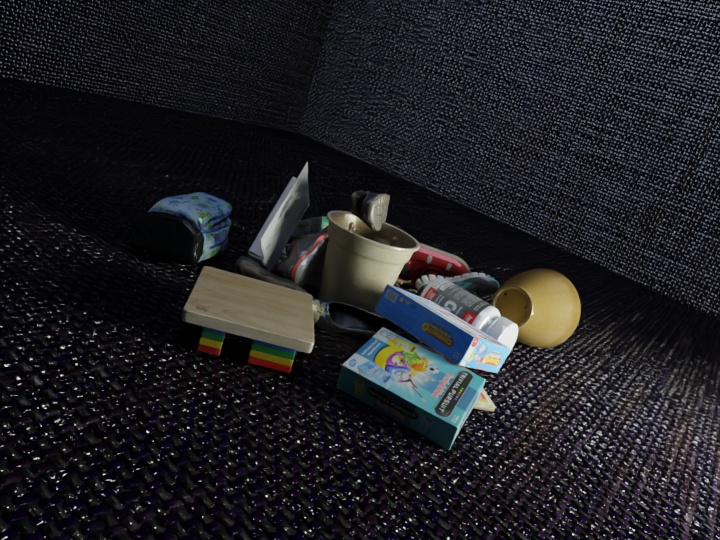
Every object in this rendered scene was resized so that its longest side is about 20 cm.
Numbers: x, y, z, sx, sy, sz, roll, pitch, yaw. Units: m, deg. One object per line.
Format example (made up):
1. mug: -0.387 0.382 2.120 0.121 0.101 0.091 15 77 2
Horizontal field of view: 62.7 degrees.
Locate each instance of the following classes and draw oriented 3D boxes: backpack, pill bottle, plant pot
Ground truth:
1. backpack: -0.347 -0.087 1.219 0.161 0.156 0.200 17 3 15
2. pill bottle: 0.223 0.108 1.249 0.199 0.115 0.113 31 21 35
3. plant pot: 0.375 0.082 1.326 0.185 0.189 0.199 30 13 33
4. plant pot: 0.000 0.000 1.216 0.198 0.186 0.201 17 17 -5

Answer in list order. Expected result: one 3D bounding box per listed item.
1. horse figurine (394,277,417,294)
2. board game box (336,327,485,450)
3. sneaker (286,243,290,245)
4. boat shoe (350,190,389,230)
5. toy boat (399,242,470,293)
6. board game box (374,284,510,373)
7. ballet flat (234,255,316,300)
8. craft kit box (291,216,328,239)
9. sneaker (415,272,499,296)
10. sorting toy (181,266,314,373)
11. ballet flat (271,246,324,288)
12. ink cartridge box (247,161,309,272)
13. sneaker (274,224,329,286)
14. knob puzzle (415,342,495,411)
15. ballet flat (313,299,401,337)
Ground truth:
1. horse figurine: 0.065 0.026 1.364 0.131 0.050 0.200 23 -15 28
2. board game box: 0.084 0.180 0.946 0.198 0.048 0.151 25 28 19
3. sneaker: -0.098 -0.051 1.389 0.197 0.075 0.089 -5 11 -4
4. boat shoe: 0.014 -0.124 1.198 0.072 0.076 0.200 10 7 6
5. toy boat: 0.182 0.026 1.494 0.197 0.131 0.132 19 47 2
6. board game box: 0.156 0.111 1.104 0.199 0.056 0.195 31 5 35
7. ballet flat: -0.169 0.034 1.179 0.198 0.047 0.067 28 -15 11
8. craft kit box: -0.069 -0.099 1.558 0.198 0.049 0.196 7 -9 -35
9. sneaker: 0.227 0.061 1.385 0.197 0.092 0.078 -5 -31 14
10. sorting toy: -0.181 0.081 0.966 0.197 0.070 0.199 16 17 -11
11. ballet flat: -0.120 -0.009 1.308 0.197 0.070 0.070 18 17 -4
12. ink cartridge box: -0.168 -0.109 1.217 0.043 0.202 0.174 24 -23 8
13. sneaker: -0.115 -0.049 1.252 0.081 0.078 0.200 22 38 14
14. knob puzzle: 0.137 0.177 1.085 0.217 0.031 0.220 17 17 -5
15. ballet flat: -0.013 0.088 1.124 0.197 0.057 0.067 14 58 -21
